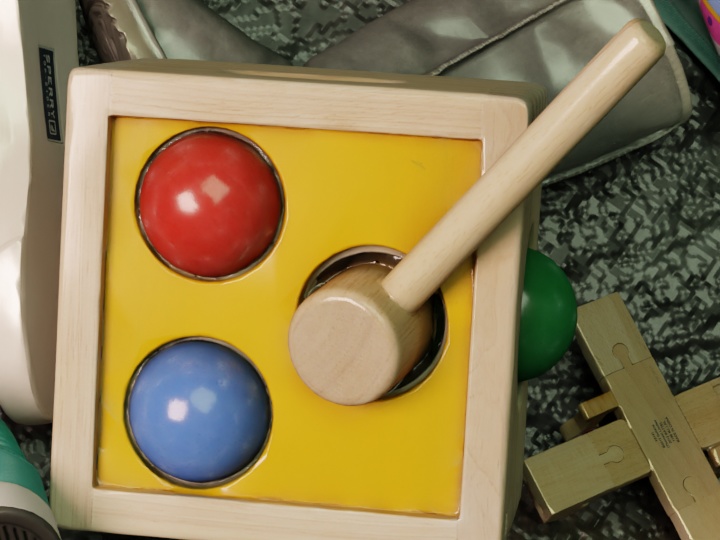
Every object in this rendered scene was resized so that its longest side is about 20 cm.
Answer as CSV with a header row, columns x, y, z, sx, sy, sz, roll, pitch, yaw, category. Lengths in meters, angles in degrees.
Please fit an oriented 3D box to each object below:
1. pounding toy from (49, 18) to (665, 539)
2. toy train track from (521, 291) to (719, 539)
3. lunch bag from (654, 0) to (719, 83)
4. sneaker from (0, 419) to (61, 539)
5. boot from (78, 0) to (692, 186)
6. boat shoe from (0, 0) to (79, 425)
x,y,z,sx,sy,sz,roll,pitch,yaw,category
0.000,0.000,0.880,0.198,0.142,0.186,4,97,8,pounding toy
0.147,0.054,1.000,0.199,0.033,0.115,-20,73,-23,toy train track
0.210,-0.137,1.034,0.170,0.122,0.200,-30,55,-14,lunch bag
-0.196,0.105,0.903,0.199,0.084,0.121,-34,38,10,sneaker
0.009,-0.091,1.012,0.199,0.073,0.183,-32,90,-11,boot
-0.156,-0.038,0.977,0.092,0.075,0.202,-7,78,18,boat shoe
